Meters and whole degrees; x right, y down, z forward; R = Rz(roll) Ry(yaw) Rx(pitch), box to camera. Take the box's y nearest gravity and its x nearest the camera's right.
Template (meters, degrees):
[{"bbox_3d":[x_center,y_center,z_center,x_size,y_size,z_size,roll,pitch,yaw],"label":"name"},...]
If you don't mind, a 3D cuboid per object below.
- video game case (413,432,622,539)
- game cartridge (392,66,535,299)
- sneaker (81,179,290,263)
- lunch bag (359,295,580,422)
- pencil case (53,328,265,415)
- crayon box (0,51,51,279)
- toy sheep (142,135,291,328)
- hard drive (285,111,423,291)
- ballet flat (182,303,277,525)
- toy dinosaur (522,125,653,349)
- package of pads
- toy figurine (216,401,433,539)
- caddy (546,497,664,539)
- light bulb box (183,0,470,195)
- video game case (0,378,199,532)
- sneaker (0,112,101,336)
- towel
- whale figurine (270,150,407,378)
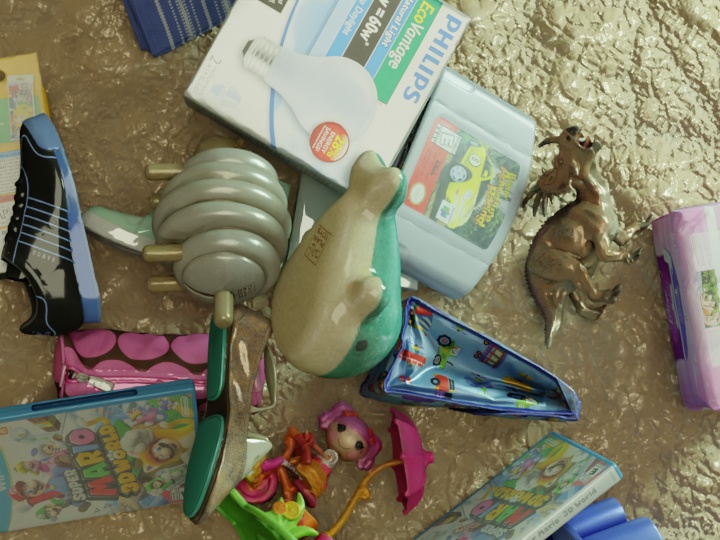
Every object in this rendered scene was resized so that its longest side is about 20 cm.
[{"bbox_3d":[0.134,0.230,1.628,0.199,0.143,0.018,-36,106,-10],"label":"video game case"},{"bbox_3d":[0.093,-0.083,1.697,0.132,0.041,0.201,28,76,-25],"label":"game cartridge"},{"bbox_3d":[-0.163,-0.064,1.654,0.199,0.074,0.119,12,86,-14],"label":"sneaker"},{"bbox_3d":[0.114,0.100,1.640,0.198,0.151,0.095,17,82,-6],"label":"lunch bag"},{"bbox_3d":[-0.185,0.097,1.625,0.198,0.094,0.092,0,84,-9],"label":"pencil case"},{"bbox_3d":[-0.346,-0.093,1.641,0.125,0.052,0.202,-10,86,-10],"label":"crayon box"},{"bbox_3d":[-0.127,-0.035,1.555,0.137,0.138,0.202,2,60,-8],"label":"toy sheep"},{"bbox_3d":[0.006,-0.091,1.708,0.131,0.026,0.202,10,83,-8],"label":"hard drive"},{"bbox_3d":[-0.109,0.130,1.558,0.067,0.068,0.202,14,79,-25],"label":"ballet flat"},{"bbox_3d":[0.201,-0.030,1.706,0.135,0.086,0.201,28,93,3],"label":"toy dinosaur"},{"bbox_3d":[0.341,0.038,1.696,0.075,0.121,0.202,-9,86,-4],"label":"package of pads"},{"bbox_3d":[-0.025,0.196,1.633,0.200,0.150,0.184,44,68,8],"label":"toy figurine"},{"bbox_3d":[0.233,0.313,1.632,0.104,0.141,0.201,-24,106,-14],"label":"caddy"},{"bbox_3d":[-0.032,-0.193,1.624,0.199,0.125,0.199,29,91,-4],"label":"light bulb box"},{"bbox_3d":[-0.245,0.171,1.599,0.198,0.018,0.144,-8,130,-9],"label":"video game case"},{"bbox_3d":[-0.293,-0.040,1.584,0.077,0.070,0.202,-13,87,-16],"label":"sneaker"},{"bbox_3d":[-0.140,-0.302,1.664,0.199,0.145,0.024,-30,47,-11],"label":"towel"},{"bbox_3d":[0.000,0.000,1.540,0.103,0.159,0.201,18,100,-29],"label":"whale figurine"}]
